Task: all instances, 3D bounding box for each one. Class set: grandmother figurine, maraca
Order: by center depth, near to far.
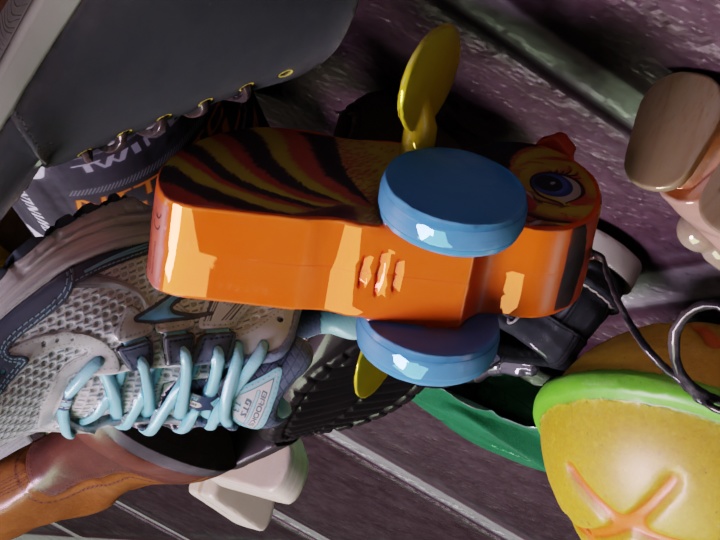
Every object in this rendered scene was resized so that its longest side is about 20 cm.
[{"bbox_3d":[0.168,0.007,0.772,0.121,0.061,0.200,46,-176,41],"label":"grandmother figurine"},{"bbox_3d":[0.150,0.089,0.886,0.137,0.107,0.200,5,154,42],"label":"maraca"}]

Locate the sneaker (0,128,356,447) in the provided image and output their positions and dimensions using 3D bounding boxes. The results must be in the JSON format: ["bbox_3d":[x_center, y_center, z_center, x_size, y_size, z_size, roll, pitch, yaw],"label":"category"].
[{"bbox_3d":[-0.062,0.020,0.743,0.086,0.200,0.078,47,139,13],"label":"sneaker"}]

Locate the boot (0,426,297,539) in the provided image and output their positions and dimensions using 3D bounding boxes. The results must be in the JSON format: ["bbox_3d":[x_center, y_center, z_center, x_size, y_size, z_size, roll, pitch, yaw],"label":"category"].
[{"bbox_3d":[-0.146,0.084,0.953,0.199,0.069,0.188,-21,176,15],"label":"boot"}]

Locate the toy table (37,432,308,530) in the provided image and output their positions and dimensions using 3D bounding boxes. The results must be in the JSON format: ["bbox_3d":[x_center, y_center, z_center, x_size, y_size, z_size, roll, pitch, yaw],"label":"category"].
[{"bbox_3d":[-0.086,0.045,1.115,0.200,0.118,0.183,36,160,-36],"label":"toy table"}]

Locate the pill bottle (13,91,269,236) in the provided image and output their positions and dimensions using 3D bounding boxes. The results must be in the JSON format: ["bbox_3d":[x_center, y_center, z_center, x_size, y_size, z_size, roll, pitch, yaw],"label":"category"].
[{"bbox_3d":[-0.099,-0.070,0.808,0.106,0.107,0.200,19,162,17],"label":"pill bottle"}]

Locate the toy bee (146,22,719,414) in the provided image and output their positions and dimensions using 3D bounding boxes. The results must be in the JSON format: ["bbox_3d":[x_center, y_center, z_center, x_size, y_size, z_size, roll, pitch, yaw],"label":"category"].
[{"bbox_3d":[0.034,-0.008,0.722,0.199,0.109,0.131,30,120,-8],"label":"toy bee"}]

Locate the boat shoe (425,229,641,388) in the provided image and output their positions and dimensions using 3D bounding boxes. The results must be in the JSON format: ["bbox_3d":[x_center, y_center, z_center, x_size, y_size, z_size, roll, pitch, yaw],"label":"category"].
[{"bbox_3d":[0.040,0.019,0.951,0.074,0.066,0.199,35,160,-32],"label":"boat shoe"}]

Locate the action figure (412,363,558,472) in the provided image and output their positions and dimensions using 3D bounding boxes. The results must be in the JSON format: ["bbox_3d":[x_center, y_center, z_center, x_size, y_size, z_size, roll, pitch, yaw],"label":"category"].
[{"bbox_3d":[0.077,0.068,1.057,0.199,0.055,0.118,26,175,27],"label":"action figure"}]

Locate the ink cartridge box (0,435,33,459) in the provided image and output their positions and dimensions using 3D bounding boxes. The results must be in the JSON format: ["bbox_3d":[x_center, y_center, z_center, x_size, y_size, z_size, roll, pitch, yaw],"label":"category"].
[{"bbox_3d":[-0.237,0.025,1.163,0.198,0.043,0.200,52,164,32],"label":"ink cartridge box"}]

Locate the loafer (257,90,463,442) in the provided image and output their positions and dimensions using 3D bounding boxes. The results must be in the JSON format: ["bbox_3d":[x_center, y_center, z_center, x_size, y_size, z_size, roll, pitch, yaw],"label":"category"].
[{"bbox_3d":[0.000,0.000,0.891,0.073,0.071,0.200,-8,148,-28],"label":"loafer"}]

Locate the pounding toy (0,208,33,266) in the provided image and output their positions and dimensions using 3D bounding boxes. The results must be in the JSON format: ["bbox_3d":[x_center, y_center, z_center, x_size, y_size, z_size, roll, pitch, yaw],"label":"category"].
[{"bbox_3d":[-0.175,-0.014,0.949,0.200,0.142,0.184,50,-170,5],"label":"pounding toy"}]

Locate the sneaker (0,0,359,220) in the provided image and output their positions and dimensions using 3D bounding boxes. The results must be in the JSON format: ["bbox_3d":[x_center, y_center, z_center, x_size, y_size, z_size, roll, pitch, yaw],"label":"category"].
[{"bbox_3d":[-0.079,-0.056,0.683,0.106,0.200,0.075,24,-158,-37],"label":"sneaker"}]
